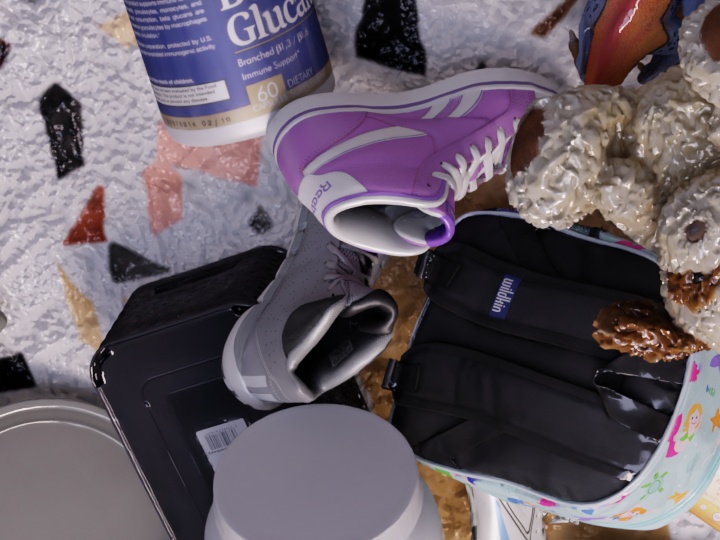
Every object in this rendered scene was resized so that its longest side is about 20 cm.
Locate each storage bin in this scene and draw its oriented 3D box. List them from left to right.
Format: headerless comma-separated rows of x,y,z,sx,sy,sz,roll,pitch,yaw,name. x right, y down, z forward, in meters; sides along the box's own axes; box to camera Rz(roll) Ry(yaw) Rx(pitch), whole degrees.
-0.076,0.102,1.505,0.135,0.094,0.201,-17,111,19,storage bin

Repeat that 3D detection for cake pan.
-0.214,0.189,1.550,0.199,0.037,0.201,1,84,-10,cake pan

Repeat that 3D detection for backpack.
0.136,0.066,1.371,0.199,0.150,0.178,13,82,44,backpack

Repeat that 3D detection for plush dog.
0.202,-0.034,1.255,0.200,0.160,0.173,-28,64,32,plush dog

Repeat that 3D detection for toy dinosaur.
0.180,-0.157,1.299,0.105,0.201,0.182,23,159,4,toy dinosaur

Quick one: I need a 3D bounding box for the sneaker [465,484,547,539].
0.103,0.157,1.510,0.072,0.072,0.201,-14,115,8,sneaker

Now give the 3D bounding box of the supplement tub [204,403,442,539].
-0.019,0.195,1.388,0.144,0.145,0.201,3,133,10,supplement tub

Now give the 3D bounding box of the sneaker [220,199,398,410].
0.000,0.000,1.384,0.075,0.115,0.201,34,74,-28,sneaker

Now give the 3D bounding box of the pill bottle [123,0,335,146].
-0.093,-0.186,1.362,0.111,0.111,0.201,-11,113,16,pill bottle

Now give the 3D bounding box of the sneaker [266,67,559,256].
0.053,-0.056,1.354,0.200,0.114,0.073,-11,135,-23,sneaker

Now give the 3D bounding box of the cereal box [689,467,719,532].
0.251,0.066,1.452,0.144,0.040,0.200,34,117,-5,cereal box

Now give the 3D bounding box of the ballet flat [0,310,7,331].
-0.294,0.104,1.566,0.063,0.067,0.201,19,119,-10,ballet flat
